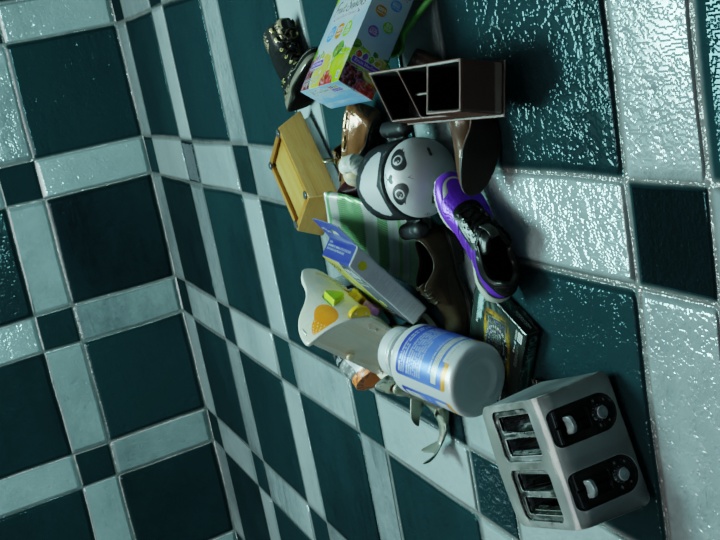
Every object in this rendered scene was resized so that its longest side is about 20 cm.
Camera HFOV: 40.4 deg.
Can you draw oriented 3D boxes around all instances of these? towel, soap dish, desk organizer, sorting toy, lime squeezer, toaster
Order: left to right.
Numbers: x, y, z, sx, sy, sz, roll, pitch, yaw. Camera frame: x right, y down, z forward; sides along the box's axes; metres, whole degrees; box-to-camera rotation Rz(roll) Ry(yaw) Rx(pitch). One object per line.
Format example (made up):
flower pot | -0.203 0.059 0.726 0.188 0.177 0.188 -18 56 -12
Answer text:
soap dish | -0.112 -0.189 1.951 0.202 0.080 0.158 66 157 21
sorting toy | -0.027 0.069 1.670 0.107 0.199 0.180 -50 43 12
towel | 0.026 -0.051 1.667 0.198 0.023 0.154 24 140 28
lime squeezer | 0.062 -0.320 1.460 0.201 0.070 0.038 103 161 -49
desk organizer | 0.097 -0.237 1.303 0.199 0.076 0.073 6 98 54
toaster | 0.266 0.239 1.308 0.200 0.117 0.183 -29 78 67

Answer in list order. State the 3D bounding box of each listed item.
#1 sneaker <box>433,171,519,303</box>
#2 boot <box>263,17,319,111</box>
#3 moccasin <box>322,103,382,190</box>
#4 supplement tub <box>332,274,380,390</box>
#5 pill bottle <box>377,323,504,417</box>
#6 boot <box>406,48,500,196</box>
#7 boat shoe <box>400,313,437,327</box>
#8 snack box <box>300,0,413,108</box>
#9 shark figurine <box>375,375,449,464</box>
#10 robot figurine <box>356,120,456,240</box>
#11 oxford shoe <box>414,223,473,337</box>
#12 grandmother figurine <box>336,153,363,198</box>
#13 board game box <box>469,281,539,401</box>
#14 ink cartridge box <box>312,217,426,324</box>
sneaker | 0.171 -0.056 1.368 0.202 0.069 0.100 62 173 5
boot | -0.124 -0.407 1.848 0.200 0.072 0.152 126 124 -69
moccasin | -0.018 -0.202 1.704 0.077 0.074 0.203 28 140 16
supplement tub | -0.008 0.117 1.862 0.202 0.121 0.123 62 155 25
pill bottle | 0.116 0.144 1.494 0.199 0.111 0.114 17 121 54
boot | 0.119 -0.217 1.408 0.199 0.063 0.189 27 117 56
boat shoe | 0.116 0.138 1.632 0.200 0.062 0.074 -128 27 -59
snack box | -0.001 -0.351 1.460 0.168 0.067 0.202 9 75 66
shark figurine | 0.115 0.231 1.725 0.216 0.127 0.090 60 175 -30
robot figurine | 0.066 -0.139 1.506 0.150 0.125 0.200 42 166 -18
oxford shoe | 0.125 0.033 1.545 0.072 0.084 0.203 1 108 64
grandmother figurine | 0.007 -0.117 1.688 0.061 0.120 0.201 -92 -12 -48
board game box | 0.210 0.127 1.479 0.136 0.028 0.202 51 150 43
ink cartridge box | 0.000 0.000 1.612 0.199 0.047 0.197 40 176 -15
